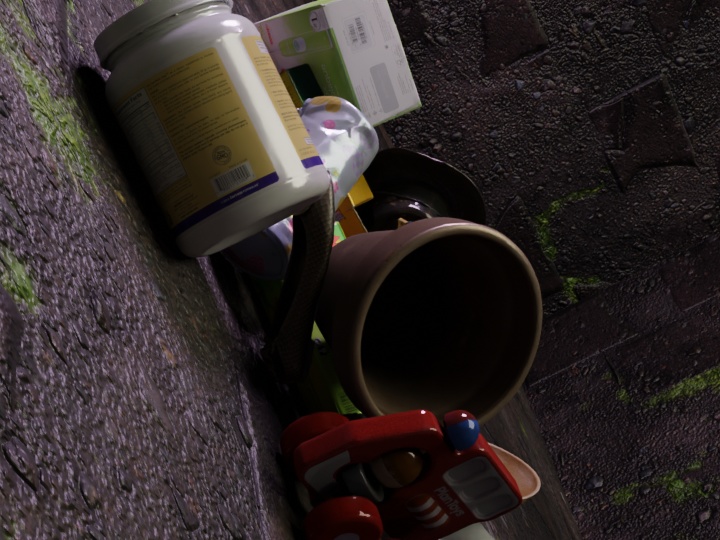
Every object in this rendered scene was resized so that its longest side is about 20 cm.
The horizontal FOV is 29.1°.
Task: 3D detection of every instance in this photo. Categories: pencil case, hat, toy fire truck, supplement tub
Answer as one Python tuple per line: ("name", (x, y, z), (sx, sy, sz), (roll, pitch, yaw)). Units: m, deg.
("pencil case", (-0.061, -0.083, 1.353), (0.091, 0.083, 0.200), (46, 54, -18))
("hat", (0.044, -0.037, 1.587), (0.201, 0.200, 0.081), (59, 27, -30))
("toy fire truck", (0.035, 0.179, 1.180), (0.200, 0.167, 0.112), (55, 11, -47))
("supplement tub", (-0.129, -0.127, 1.183), (0.201, 0.145, 0.145), (64, 8, 1))

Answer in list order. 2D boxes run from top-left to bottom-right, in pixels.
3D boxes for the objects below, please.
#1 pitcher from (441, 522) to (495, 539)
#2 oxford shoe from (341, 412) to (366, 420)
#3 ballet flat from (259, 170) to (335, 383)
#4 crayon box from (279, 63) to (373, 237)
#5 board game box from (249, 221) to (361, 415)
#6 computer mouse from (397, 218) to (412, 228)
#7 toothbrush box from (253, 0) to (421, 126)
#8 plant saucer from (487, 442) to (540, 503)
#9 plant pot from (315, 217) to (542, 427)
("pitcher", (0.123, 0.347, 1.473), (0.171, 0.121, 0.200), (8, 43, -56))
("oxford shoe", (0.020, 0.207, 1.343), (0.200, 0.072, 0.085), (56, 13, -45))
("ballet flat", (-0.058, 0.006, 1.262), (0.067, 0.046, 0.201), (-128, -133, -72))
("crayon box", (-0.071, -0.113, 1.560), (0.051, 0.127, 0.201), (-30, 95, -55))
("board game box", (-0.031, 0.057, 1.388), (0.101, 0.048, 0.201), (-13, 73, -41))
("computer mouse", (0.000, 0.000, 1.475), (0.046, 0.141, 0.200), (28, -2, -42))
("toothbrush box", (-0.034, -0.235, 1.592), (0.200, 0.086, 0.146), (6, -62, 62))
("plant saucer", (0.100, 0.228, 1.548), (0.200, 0.199, 0.036), (-80, -177, -77))
("plant pot", (0.039, 0.036, 1.280), (0.174, 0.200, 0.201), (28, -27, 58))
